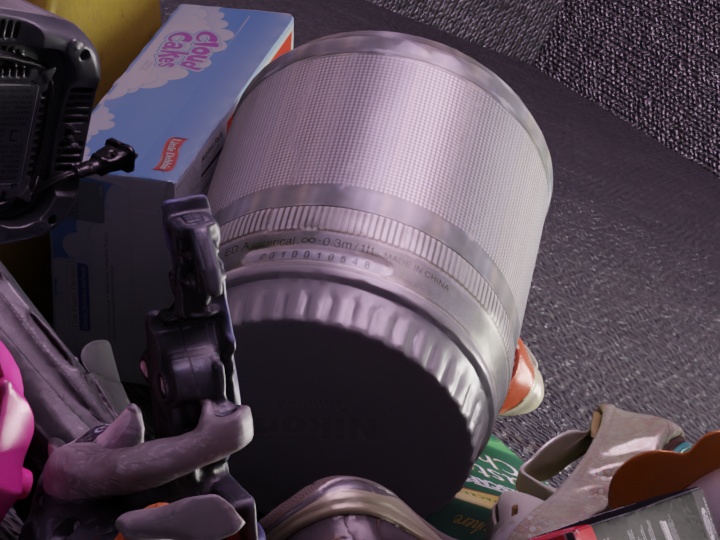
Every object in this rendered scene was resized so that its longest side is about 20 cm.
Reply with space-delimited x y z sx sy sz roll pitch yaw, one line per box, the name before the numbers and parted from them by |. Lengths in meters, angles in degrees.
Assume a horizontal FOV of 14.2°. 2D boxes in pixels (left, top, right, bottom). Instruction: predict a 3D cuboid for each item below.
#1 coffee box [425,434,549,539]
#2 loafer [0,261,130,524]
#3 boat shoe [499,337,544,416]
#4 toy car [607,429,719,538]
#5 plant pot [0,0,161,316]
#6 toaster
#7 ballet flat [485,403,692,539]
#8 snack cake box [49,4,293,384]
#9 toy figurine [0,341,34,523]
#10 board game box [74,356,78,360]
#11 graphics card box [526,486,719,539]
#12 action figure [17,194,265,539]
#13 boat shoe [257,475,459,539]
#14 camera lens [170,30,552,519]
coffee box | 0.033 0.102 1.452 0.123 0.044 0.200 20 11 -30
loafer | -0.115 0.055 1.112 0.201 0.070 0.068 45 -32 1
boat shoe | 0.017 0.021 1.501 0.062 0.071 0.200 29 1 -43
toy car | 0.201 0.121 1.324 0.200 0.177 0.185 31 17 -35
plant pot | -0.212 -0.107 1.462 0.194 0.201 0.195 29 11 17
toaster | -0.209 -0.080 1.274 0.199 0.114 0.129 -4 25 -41
ballet flat | 0.091 0.120 1.341 0.062 0.068 0.200 26 30 18
snack cake box | -0.092 -0.042 1.448 0.067 0.115 0.200 7 29 13
toy figurine | -0.204 0.041 1.002 0.184 0.150 0.200 37 34 10
board game box | -0.249 0.010 1.221 0.199 0.044 0.200 29 10 20
graphics card box | 0.112 0.158 1.153 0.200 0.051 0.126 -5 76 -69
action figure | -0.082 0.082 0.976 0.104 0.201 0.193 -7 13 -8
boat shoe | 0.036 0.152 1.177 0.200 0.074 0.073 25 35 -37
camera lens | 0.000 0.000 1.345 0.159 0.160 0.200 24 46 -9
